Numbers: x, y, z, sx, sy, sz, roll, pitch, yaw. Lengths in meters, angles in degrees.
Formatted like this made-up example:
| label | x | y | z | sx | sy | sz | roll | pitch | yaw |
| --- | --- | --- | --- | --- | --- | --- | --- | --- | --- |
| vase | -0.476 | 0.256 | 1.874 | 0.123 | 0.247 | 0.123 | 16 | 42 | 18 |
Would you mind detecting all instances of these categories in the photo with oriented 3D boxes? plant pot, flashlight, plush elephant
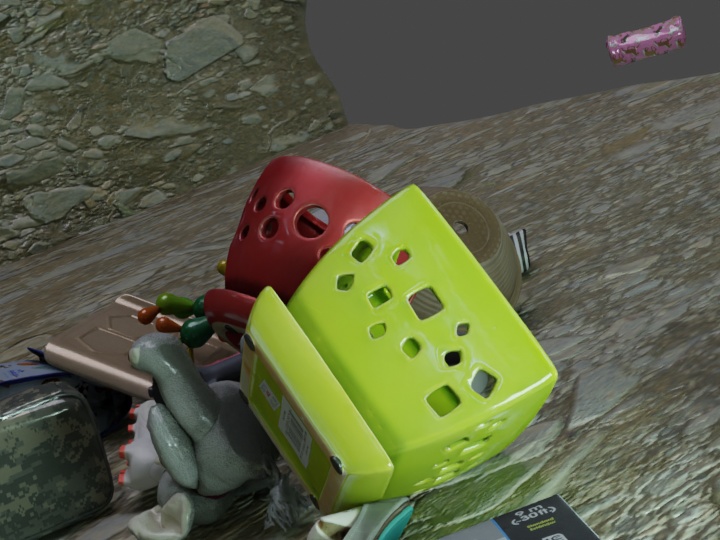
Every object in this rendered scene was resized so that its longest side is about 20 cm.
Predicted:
| label | x | y | z | sx | sy | sz | roll | pitch | yaw |
| --- | --- | --- | --- | --- | --- | --- | --- | --- | --- |
| plant pot | 0.014 | 0.085 | 1.042 | 0.181 | 0.200 | 0.200 | -30 | -18 | -20 |
| flashlight | -0.140 | 0.106 | 1.407 | 0.199 | 0.068 | 0.068 | -20 | -27 | -41 |
| plant pot | 0.099 | -0.023 | 1.450 | 0.200 | 0.202 | 0.093 | -25 | -20 | -31 |
| plant pot | -0.045 | 0.013 | 1.306 | 0.200 | 0.200 | 0.184 | 2 | 62 | 56 |
| plush elephant | -0.139 | 0.162 | 1.165 | 0.164 | 0.201 | 0.155 | -12 | -18 | -49 |

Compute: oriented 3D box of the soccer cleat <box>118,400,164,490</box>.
| label | x | y | z | sx | sy | sz | roll | pitch | yaw |
| --- | --- | --- | --- | --- | --- | --- | --- | --- | --- |
| soccer cleat | -0.208 | 0.186 | 1.348 | 0.077 | 0.070 | 0.200 | 3 | 9 | -6 |

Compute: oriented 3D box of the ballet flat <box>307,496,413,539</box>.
| label | x | y | z | sx | sy | sz | roll | pitch | yaw |
| --- | --- | --- | --- | --- | --- | --- | --- | --- | --- |
| ballet flat | -0.018 | 0.210 | 0.933 | 0.063 | 0.068 | 0.200 | 28 | 28 | 9 |

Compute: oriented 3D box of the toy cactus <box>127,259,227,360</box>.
| label | x | y | z | sx | sy | sz | roll | pitch | yaw |
| --- | --- | --- | --- | --- | --- | --- | --- | --- | --- |
| toy cactus | -0.165 | 0.055 | 1.512 | 0.164 | 0.103 | 0.200 | -5 | 20 | 42 |

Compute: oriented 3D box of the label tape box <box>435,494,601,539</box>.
| label | x | y | z | sx | sy | sz | roll | pitch | yaw |
| --- | --- | --- | --- | --- | --- | --- | --- | --- | --- |
| label tape box | 0.082 | 0.207 | 0.841 | 0.142 | 0.067 | 0.200 | -19 | 14 | -6 |

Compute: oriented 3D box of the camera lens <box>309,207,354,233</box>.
| label | x | y | z | sx | sy | sz | roll | pitch | yaw |
| --- | --- | --- | --- | --- | --- | --- | --- | --- | --- |
| camera lens | 0.000 | 0.000 | 1.608 | 0.159 | 0.161 | 0.200 | -22 | 13 | -19 |

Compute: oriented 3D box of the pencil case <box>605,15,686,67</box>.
| label | x | y | z | sx | sy | sz | roll | pitch | yaw |
| --- | --- | --- | --- | --- | --- | --- | --- | --- | --- |
| pencil case | 0.721 | -0.578 | 3.253 | 0.198 | 0.084 | 0.087 | -15 | 14 | 16 |

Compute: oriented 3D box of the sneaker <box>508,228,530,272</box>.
| label | x | y | z | sx | sy | sz | roll | pitch | yaw |
| --- | --- | --- | --- | --- | --- | --- | --- | --- | --- |
| sneaker | 0.156 | -0.018 | 1.717 | 0.114 | 0.076 | 0.200 | -14 | 18 | -25 |

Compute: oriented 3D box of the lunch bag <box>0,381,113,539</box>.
| label | x | y | z | sx | sy | sz | roll | pitch | yaw |
| --- | --- | --- | --- | --- | --- | --- | --- | --- | --- |
| lunch bag | -0.363 | 0.197 | 1.319 | 0.199 | 0.141 | 0.167 | -22 | 14 | -22 |

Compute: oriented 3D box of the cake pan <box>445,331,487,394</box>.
| label | x | y | z | sx | sy | sz | roll | pitch | yaw |
| --- | --- | --- | --- | --- | --- | --- | --- | --- | --- |
| cake pan | 0.044 | 0.118 | 1.328 | 0.198 | 0.037 | 0.200 | -17 | 13 | 4 |

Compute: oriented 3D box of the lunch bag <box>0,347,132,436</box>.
| label | x | y | z | sx | sy | sz | roll | pitch | yaw |
| --- | --- | --- | --- | --- | --- | --- | --- | --- | --- |
| lunch bag | -0.399 | 0.162 | 1.574 | 0.198 | 0.125 | 0.169 | -8 | 6 | -31 |

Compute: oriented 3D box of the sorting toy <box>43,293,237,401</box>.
| label | x | y | z | sx | sy | sz | roll | pitch | yaw |
| --- | --- | --- | --- | --- | --- | --- | --- | --- | --- |
| sorting toy | -0.260 | 0.100 | 1.563 | 0.184 | 0.037 | 0.200 | 19 | 23 | 11 |
